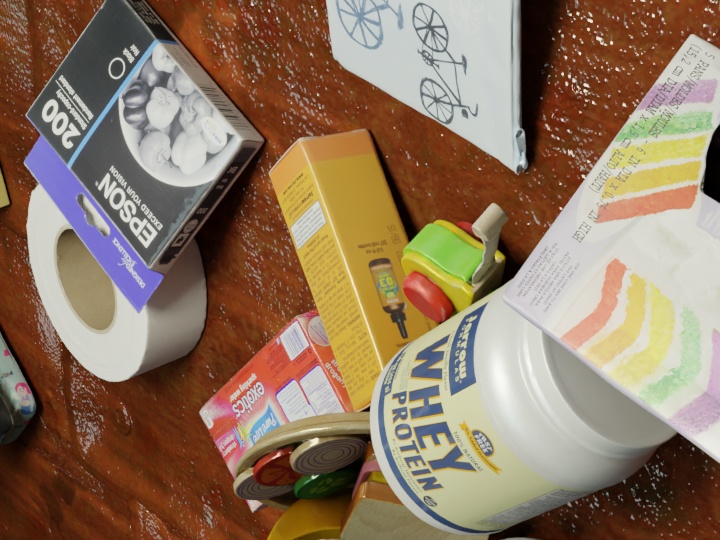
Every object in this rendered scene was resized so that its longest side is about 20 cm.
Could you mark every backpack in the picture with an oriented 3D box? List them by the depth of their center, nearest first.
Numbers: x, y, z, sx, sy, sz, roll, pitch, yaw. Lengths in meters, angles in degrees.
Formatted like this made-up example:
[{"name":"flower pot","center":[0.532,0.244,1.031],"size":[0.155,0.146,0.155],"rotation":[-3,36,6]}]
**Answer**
[{"name":"backpack","center":[-0.463,0.147,1.852],"size":[0.178,0.150,0.200],"rotation":[58,135,17]}]

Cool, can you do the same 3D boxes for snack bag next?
[{"name":"snack bag","center":[0.042,-0.180,1.123],"size":[0.200,0.021,0.190],"rotation":[35,148,34]}]

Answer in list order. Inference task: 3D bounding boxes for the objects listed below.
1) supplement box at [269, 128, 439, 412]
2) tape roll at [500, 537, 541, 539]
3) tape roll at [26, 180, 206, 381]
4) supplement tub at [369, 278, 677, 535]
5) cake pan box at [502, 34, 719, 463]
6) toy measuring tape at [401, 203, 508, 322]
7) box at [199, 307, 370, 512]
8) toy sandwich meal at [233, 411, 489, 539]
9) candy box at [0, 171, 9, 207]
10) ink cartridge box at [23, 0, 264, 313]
[{"name":"supplement box","center":[0.000,0.000,1.238],"size":[0.069,0.066,0.201],"rotation":[-42,64,53]},{"name":"tape roll","center":[0.109,0.314,1.200],"size":[0.202,0.139,0.204],"rotation":[22,125,34]},{"name":"tape roll","center":[-0.229,-0.003,1.549],"size":[0.202,0.070,0.204],"rotation":[28,129,42]},{"name":"supplement tub","center":[0.111,0.084,1.098],"size":[0.200,0.144,0.146],"rotation":[-36,79,53]},{"name":"cake pan box","center":[0.205,-0.011,0.927],"size":[0.184,0.052,0.201],"rotation":[39,93,32]},{"name":"toy measuring tape","center":[0.062,-0.013,1.140],"size":[0.074,0.073,0.200],"rotation":[55,169,17]},{"name":"box","center":[-0.036,0.104,1.335],"size":[0.100,0.095,0.200],"rotation":[61,143,12]},{"name":"toy sandwich meal","center":[0.004,0.170,1.247],"size":[0.205,0.204,0.071],"rotation":[-44,41,51]},{"name":"candy box","center":[-0.457,-0.119,1.791],"size":[0.199,0.055,0.117],"rotation":[4,110,51]},{"name":"ink cartridge box","center":[-0.200,-0.101,1.421],"size":[0.198,0.043,0.200],"rotation":[49,114,24]}]
